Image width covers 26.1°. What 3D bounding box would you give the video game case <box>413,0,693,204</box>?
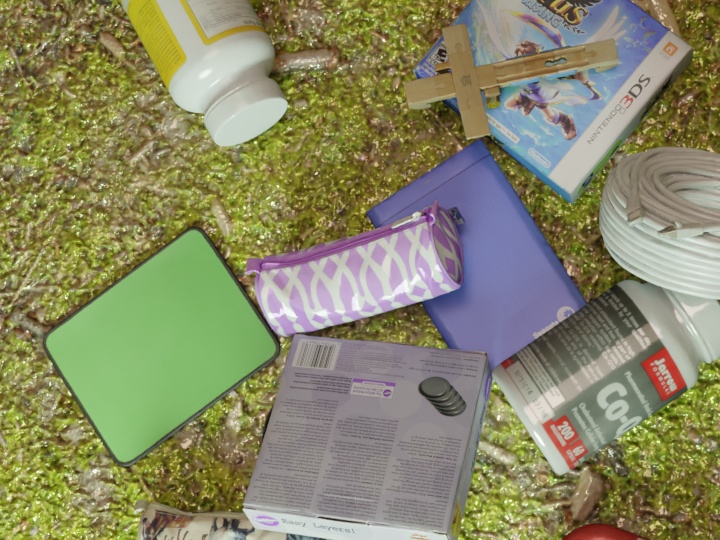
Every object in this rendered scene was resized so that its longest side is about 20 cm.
[{"bbox_3d":[0.182,-0.196,1.478,0.200,0.045,0.182,40,87,14],"label":"video game case"}]

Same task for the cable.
[{"bbox_3d":[0.308,-0.043,1.356,0.198,0.200,0.070,7,116,-4],"label":"cable"}]

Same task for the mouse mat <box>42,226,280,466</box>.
[{"bbox_3d":[-0.195,0.073,1.511,0.199,0.008,0.161,-36,76,3],"label":"mouse mat"}]

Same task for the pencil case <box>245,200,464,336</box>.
[{"bbox_3d":[0.000,0.000,1.432,0.199,0.086,0.084,-19,41,19],"label":"pencil case"}]

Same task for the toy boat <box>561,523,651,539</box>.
[{"bbox_3d":[0.247,0.298,1.328,0.199,0.131,0.131,19,81,13],"label":"toy boat"}]

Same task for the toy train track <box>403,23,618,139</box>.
[{"bbox_3d":[0.140,-0.179,1.446,0.198,0.033,0.116,-12,71,3],"label":"toy train track"}]

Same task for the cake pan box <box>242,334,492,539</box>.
[{"bbox_3d":[0.005,0.152,1.389,0.198,0.052,0.185,4,54,16],"label":"cake pan box"}]

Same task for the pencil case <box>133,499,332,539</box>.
[{"bbox_3d":[-0.112,0.253,1.425,0.198,0.078,0.090,1,96,10],"label":"pencil case"}]

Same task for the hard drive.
[{"bbox_3d":[0.112,-0.006,1.464,0.131,0.025,0.201,-32,76,2],"label":"hard drive"}]

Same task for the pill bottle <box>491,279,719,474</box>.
[{"bbox_3d":[0.228,0.081,1.382,0.199,0.114,0.114,-34,76,2],"label":"pill bottle"}]

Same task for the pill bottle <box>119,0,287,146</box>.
[{"bbox_3d":[-0.151,-0.226,1.506,0.111,0.112,0.201,-30,76,3],"label":"pill bottle"}]
